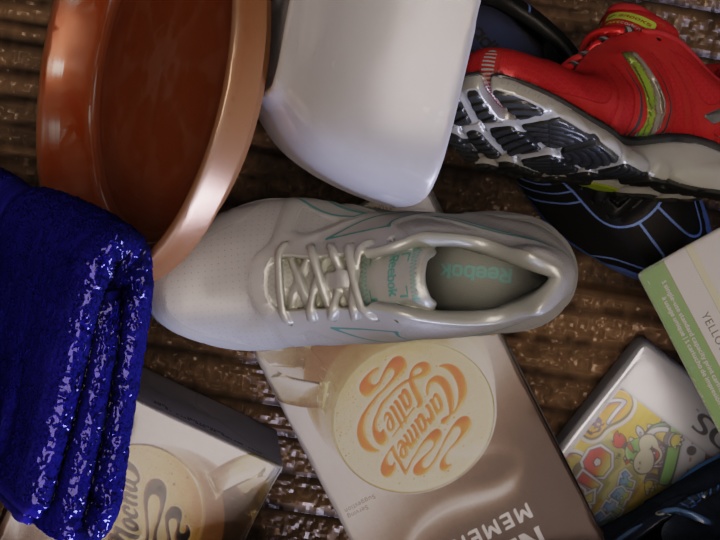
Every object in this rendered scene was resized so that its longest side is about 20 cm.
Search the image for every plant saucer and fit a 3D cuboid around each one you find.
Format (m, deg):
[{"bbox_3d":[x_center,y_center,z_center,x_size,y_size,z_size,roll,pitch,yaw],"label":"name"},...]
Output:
[{"bbox_3d":[-0.094,-0.092,0.844,0.032,0.200,0.201,8,99,-34],"label":"plant saucer"}]

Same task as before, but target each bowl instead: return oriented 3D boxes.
[{"bbox_3d":[-0.002,-0.133,0.829,0.074,0.200,0.200,9,94,-11],"label":"bowl"}]

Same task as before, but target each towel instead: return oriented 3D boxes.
[{"bbox_3d":[-0.166,0.031,0.853,0.049,0.200,0.148,3,100,-35],"label":"towel"}]

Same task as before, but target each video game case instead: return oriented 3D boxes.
[{"bbox_3d":[0.156,0.167,0.978,0.182,0.023,0.200,37,95,-8],"label":"video game case"}]

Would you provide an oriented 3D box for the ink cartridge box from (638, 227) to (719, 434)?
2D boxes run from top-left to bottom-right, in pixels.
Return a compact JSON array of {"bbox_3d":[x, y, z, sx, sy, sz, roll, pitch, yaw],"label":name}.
[{"bbox_3d":[0.253,0.018,0.869,0.200,0.048,0.146,-30,76,17],"label":"ink cartridge box"}]

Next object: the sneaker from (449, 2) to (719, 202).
[{"bbox_3d":[0.108,-0.081,0.836,0.200,0.077,0.085,9,81,-48],"label":"sneaker"}]

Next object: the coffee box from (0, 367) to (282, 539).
[{"bbox_3d":[-0.133,0.153,0.928,0.113,0.080,0.200,26,96,-8],"label":"coffee box"}]

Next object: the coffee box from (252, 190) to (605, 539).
[{"bbox_3d":[0.026,0.066,0.914,0.114,0.080,0.200,-28,92,2],"label":"coffee box"}]

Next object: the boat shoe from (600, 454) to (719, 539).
[{"bbox_3d":[0.164,0.153,0.930,0.200,0.069,0.084,-31,100,0],"label":"boat shoe"}]

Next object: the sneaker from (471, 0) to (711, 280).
[{"bbox_3d":[0.102,-0.064,0.911,0.200,0.078,0.070,42,93,-9],"label":"sneaker"}]

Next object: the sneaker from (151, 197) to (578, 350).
[{"bbox_3d":[0.000,0.000,0.833,0.200,0.080,0.071,-4,92,2],"label":"sneaker"}]
